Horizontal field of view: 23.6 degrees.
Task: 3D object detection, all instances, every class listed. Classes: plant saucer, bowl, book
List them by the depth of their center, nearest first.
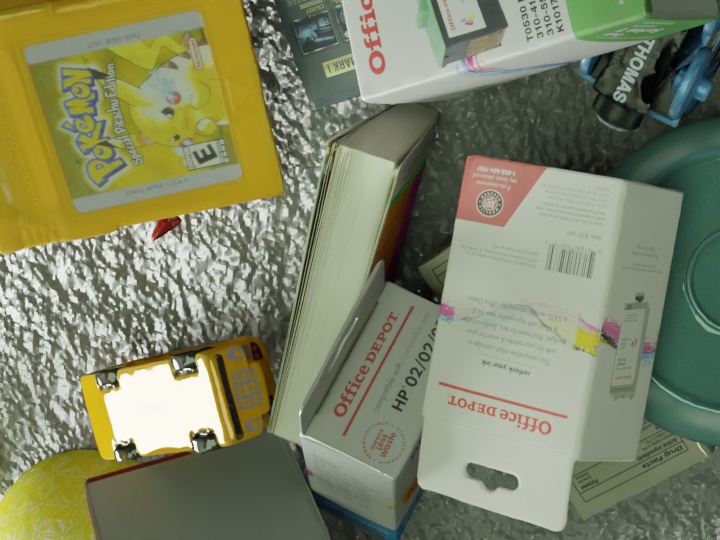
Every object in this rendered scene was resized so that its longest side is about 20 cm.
[{"bbox_3d":[0.225,0.006,1.026,0.199,0.027,0.201,0,90,8],"label":"plant saucer"},{"bbox_3d":[0.000,0.000,1.123,0.048,0.134,0.201,19,112,12],"label":"book"},{"bbox_3d":[-0.210,0.247,1.295,0.199,0.108,0.201,6,109,18],"label":"bowl"}]

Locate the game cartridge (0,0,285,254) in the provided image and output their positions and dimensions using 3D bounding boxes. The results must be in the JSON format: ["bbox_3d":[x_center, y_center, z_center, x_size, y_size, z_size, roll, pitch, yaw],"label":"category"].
[{"bbox_3d":[-0.161,-0.104,1.117,0.199,0.032,0.177,-13,127,-2],"label":"game cartridge"}]

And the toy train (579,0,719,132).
[{"bbox_3d":[0.194,-0.175,1.003,0.086,0.114,0.201,29,115,11],"label":"toy train"}]

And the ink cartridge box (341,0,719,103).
[{"bbox_3d":[0.082,-0.184,0.958,0.199,0.084,0.146,-12,89,41],"label":"ink cartridge box"}]

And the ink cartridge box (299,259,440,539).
[{"bbox_3d":[0.019,0.087,1.095,0.068,0.200,0.115,24,70,12],"label":"ink cartridge box"}]

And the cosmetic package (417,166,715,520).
[{"bbox_3d":[0.138,0.047,1.120,0.103,0.073,0.200,-31,95,26],"label":"cosmetic package"}]

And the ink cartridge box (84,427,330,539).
[{"bbox_3d":[-0.090,0.240,1.177,0.145,0.145,0.201,-15,123,-11],"label":"ink cartridge box"}]

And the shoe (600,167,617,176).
[{"bbox_3d":[0.205,0.023,1.062,0.070,0.053,0.200,-36,88,34],"label":"shoe"}]

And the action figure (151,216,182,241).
[{"bbox_3d":[-0.185,-0.116,1.201,0.065,0.052,0.200,-38,90,31],"label":"action figure"}]

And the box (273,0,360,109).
[{"bbox_3d":[0.037,-0.204,1.086,0.199,0.051,0.158,-16,100,24],"label":"box"}]

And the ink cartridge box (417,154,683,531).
[{"bbox_3d":[0.108,0.041,1.010,0.116,0.067,0.201,13,94,41],"label":"ink cartridge box"}]

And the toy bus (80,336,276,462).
[{"bbox_3d":[-0.121,0.088,1.175,0.200,0.078,0.065,-14,90,53],"label":"toy bus"}]
